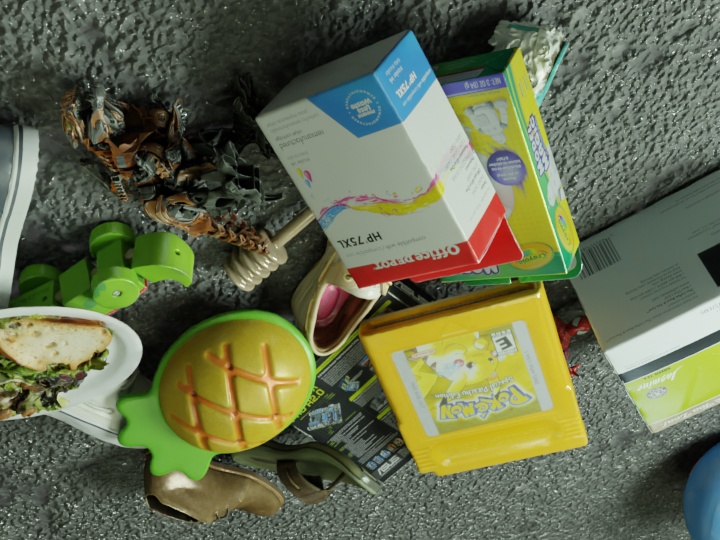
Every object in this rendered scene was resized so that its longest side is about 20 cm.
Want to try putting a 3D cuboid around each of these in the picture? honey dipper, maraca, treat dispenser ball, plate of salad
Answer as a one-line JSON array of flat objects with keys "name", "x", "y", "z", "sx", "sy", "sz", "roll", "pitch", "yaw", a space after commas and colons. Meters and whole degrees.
[{"name": "honey dipper", "x": -0.035, "y": -0.054, "z": 0.798, "sx": 0.200, "sy": 0.038, "sz": 0.038, "roll": -38, "pitch": 135, "yaw": 20}, {"name": "maraca", "x": -0.133, "y": 0.117, "z": 0.872, "sx": 0.199, "sy": 0.107, "sz": 0.137, "roll": -37, "pitch": 110, "yaw": 9}, {"name": "treat dispenser ball", "x": 0.544, "y": 0.325, "z": 1.283, "sx": 0.199, "sy": 0.202, "sz": 0.202, "roll": -9, "pitch": 139, "yaw": -8}, {"name": "plate of salad", "x": -0.274, "y": 0.088, "z": 0.757, "sx": 0.198, "sy": 0.048, "sz": 0.201, "roll": -14, "pitch": 153, "yaw": -7}]

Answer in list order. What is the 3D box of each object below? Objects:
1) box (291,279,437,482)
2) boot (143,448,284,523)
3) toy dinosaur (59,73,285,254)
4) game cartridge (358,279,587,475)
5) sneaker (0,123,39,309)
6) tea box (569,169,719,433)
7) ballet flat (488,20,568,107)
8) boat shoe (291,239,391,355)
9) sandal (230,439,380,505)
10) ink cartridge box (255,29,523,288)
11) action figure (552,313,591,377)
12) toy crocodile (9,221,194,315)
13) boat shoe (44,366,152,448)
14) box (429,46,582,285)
[{"name": "box", "x": 0.026, "y": 0.111, "z": 0.954, "sx": 0.160, "sy": 0.044, "sz": 0.200, "roll": 35, "pitch": 120, "yaw": -17}, {"name": "boot", "x": -0.165, "y": 0.255, "z": 1.053, "sx": 0.073, "sy": 0.076, "sz": 0.200, "roll": -24, "pitch": 140, "yaw": 32}, {"name": "toy dinosaur", "x": -0.132, "y": -0.079, "z": 0.718, "sx": 0.135, "sy": 0.103, "sz": 0.200, "roll": -19, "pitch": 160, "yaw": 25}, {"name": "game cartridge", "x": 0.112, "y": 0.110, "z": 0.901, "sx": 0.175, "sy": 0.033, "sz": 0.201, "roll": -15, "pitch": 121, "yaw": 14}, {"name": "sneaker", "x": -0.298, "y": -0.027, "z": 0.709, "sx": 0.079, "sy": 0.079, "sz": 0.201, "roll": 5, "pitch": 127, "yaw": -27}, {"name": "tea box", "x": 0.335, "y": 0.034, "z": 0.943, "sx": 0.199, "sy": 0.134, "sz": 0.197, "roll": -27, "pitch": 137, "yaw": 12}, {"name": "ballet flat", "x": 0.109, "y": -0.117, "z": 0.767, "sx": 0.071, "sy": 0.072, "sz": 0.201, "roll": -1, "pitch": 135, "yaw": -17}, {"name": "boat shoe", "x": 0.000, "y": 0.000, "z": 0.842, "sx": 0.073, "sy": 0.070, "sz": 0.201, "roll": 8, "pitch": 133, "yaw": -26}, {"name": "sandal", "x": -0.061, "y": 0.221, "z": 1.005, "sx": 0.200, "sy": 0.058, "sz": 0.080, "roll": -2, "pitch": 146, "yaw": 39}, {"name": "ink cartridge box", "x": 0.027, "y": -0.060, "z": 0.701, "sx": 0.116, "sy": 0.067, "sz": 0.201, "roll": -13, "pitch": 119, "yaw": 38}, {"name": "action figure", "x": 0.151, "y": 0.098, "z": 0.981, "sx": 0.199, "sy": 0.099, "sz": 0.066, "roll": -26, "pitch": 94, "yaw": 8}, {"name": "toy crocodile", "x": -0.232, "y": 0.021, "z": 0.788, "sx": 0.199, "sy": 0.068, "sz": 0.062, "roll": -27, "pitch": 139, "yaw": 11}, {"name": "boat shoe", "x": -0.241, "y": 0.107, "z": 0.884, "sx": 0.199, "sy": 0.071, "sz": 0.070, "roll": 29, "pitch": 125, "yaw": -32}, {"name": "box", "x": 0.095, "y": -0.064, "z": 0.738, "sx": 0.116, "sy": 0.048, "sz": 0.201, "roll": -5, "pitch": 125, "yaw": 33}]
